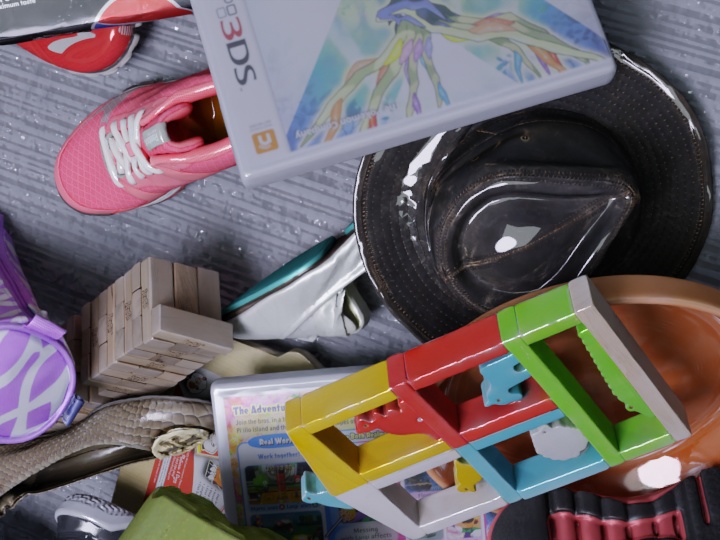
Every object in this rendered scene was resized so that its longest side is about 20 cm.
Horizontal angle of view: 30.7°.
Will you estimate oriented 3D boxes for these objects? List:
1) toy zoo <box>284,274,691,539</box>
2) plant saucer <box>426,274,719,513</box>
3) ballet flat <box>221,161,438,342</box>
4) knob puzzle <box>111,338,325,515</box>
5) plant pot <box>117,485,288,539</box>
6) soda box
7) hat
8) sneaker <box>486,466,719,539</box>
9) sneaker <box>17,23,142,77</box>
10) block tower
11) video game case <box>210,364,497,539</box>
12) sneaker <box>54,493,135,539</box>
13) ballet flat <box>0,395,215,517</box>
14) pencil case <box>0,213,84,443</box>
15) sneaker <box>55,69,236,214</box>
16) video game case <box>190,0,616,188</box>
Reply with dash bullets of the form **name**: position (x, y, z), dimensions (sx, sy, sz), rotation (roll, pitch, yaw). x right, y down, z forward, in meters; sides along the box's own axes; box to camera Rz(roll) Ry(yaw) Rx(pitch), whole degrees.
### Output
- **toy zoo**: position (0.053, 0.082, 0.672), dimensions (0.199, 0.021, 0.131), rotation (-24, 135, 20)
- **plant saucer**: position (0.126, 0.069, 0.703), dimensions (0.199, 0.032, 0.201), rotation (-3, 139, -2)
- **ballet flat**: position (0.000, 0.000, 0.781), dimensions (0.200, 0.069, 0.070), rotation (-36, 87, 21)
- **knob puzzle**: position (-0.059, 0.139, 0.852), dimensions (0.218, 0.030, 0.221), rotation (5, 103, 21)
- **plant pot**: position (-0.100, 0.228, 0.714), dimensions (0.199, 0.200, 0.191), rotation (25, 83, 15)
- **soda box**: position (-0.127, -0.178, 0.753), dimensions (0.198, 0.063, 0.071), rotation (-10, 99, 2)
- **hat**: position (0.094, -0.030, 0.693), dimensions (0.199, 0.081, 0.202), rotation (0, 101, 1)
- **sneaker**: position (0.170, 0.161, 0.749), dimensions (0.198, 0.087, 0.074), rotation (0, 60, 3)
- **sneaker**: position (-0.231, -0.175, 0.820), dimensions (0.199, 0.085, 0.077), rotation (27, 112, 15)
- **block tower**: position (-0.159, 0.056, 0.826), dimensions (0.200, 0.054, 0.058), rotation (-30, 55, 41)
- **video game case**: position (0.018, 0.146, 0.794), dimensions (0.198, 0.024, 0.183), rotation (-5, 100, 3)
- **sneaker**: position (-0.153, 0.247, 0.843), dimensions (0.075, 0.114, 0.201), rotation (-11, 117, 42)
- **ballet flat**: position (-0.175, 0.120, 0.833), dimensions (0.199, 0.067, 0.047), rotation (-15, 59, 19)
- **pencil case**: position (-0.236, 0.029, 0.819), dimensions (0.200, 0.084, 0.086), rotation (39, 106, 54)
- **sneaker**: position (-0.116, -0.085, 0.785), dimensions (0.199, 0.087, 0.074), rotation (-19, 94, 25)
- **video game case**: position (0.010, -0.155, 0.685), dimensions (0.199, 0.022, 0.183), rotation (-17, 75, -4)
